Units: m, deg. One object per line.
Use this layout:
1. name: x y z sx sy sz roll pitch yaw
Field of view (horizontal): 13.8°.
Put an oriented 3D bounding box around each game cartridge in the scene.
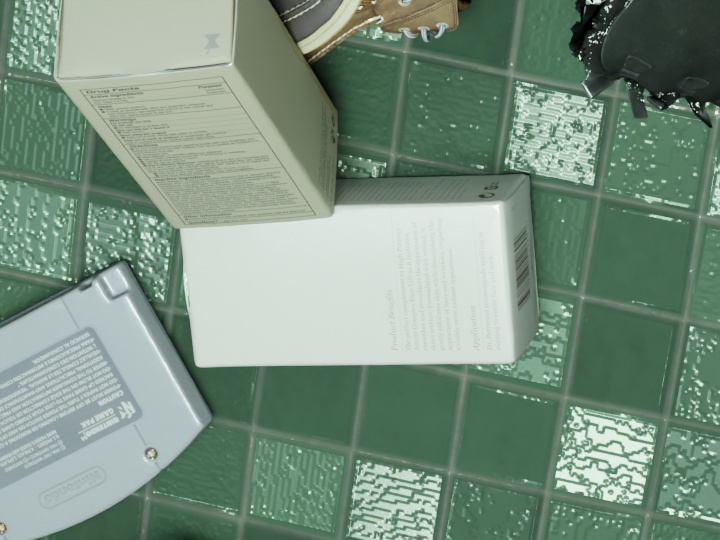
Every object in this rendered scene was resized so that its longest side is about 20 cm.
1. game cartridge: -0.196 0.093 1.852 0.199 0.040 0.134 -26 95 20

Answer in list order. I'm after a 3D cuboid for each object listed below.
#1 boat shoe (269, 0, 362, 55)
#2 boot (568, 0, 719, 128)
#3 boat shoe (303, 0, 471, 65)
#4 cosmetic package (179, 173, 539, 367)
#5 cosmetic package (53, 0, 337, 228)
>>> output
1. boat shoe: -0.075 -0.156 1.684 0.200 0.065 0.072 -8 79 49
2. boot: 0.219 -0.159 1.624 0.162 0.073 0.199 23 118 -16
3. boat shoe: 0.032 -0.169 1.694 0.072 0.072 0.200 43 122 -17
4. cosmetic package: 0.000 0.000 1.754 0.199 0.074 0.102 0 106 16
5. cosmetic package: -0.087 -0.096 1.644 0.103 0.200 0.073 -4 66 14
